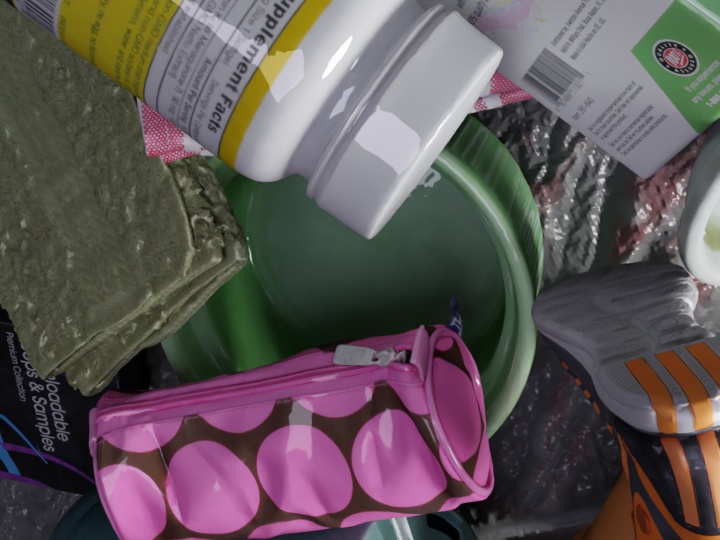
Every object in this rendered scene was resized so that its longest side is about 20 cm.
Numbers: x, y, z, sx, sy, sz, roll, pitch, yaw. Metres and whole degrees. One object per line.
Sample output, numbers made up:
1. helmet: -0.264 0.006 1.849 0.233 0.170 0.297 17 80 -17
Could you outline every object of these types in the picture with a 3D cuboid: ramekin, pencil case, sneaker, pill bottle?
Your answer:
1. ramekin: 0.000 0.000 0.795 0.198 0.098 0.202 7 115 14
2. pencil case: -0.038 0.078 0.738 0.199 0.091 0.094 -15 144 21
3. sneaker: 0.127 0.070 0.679 0.077 0.200 0.113 -13 107 4
4. pill bottle: -0.049 -0.109 0.632 0.199 0.114 0.115 36 119 3

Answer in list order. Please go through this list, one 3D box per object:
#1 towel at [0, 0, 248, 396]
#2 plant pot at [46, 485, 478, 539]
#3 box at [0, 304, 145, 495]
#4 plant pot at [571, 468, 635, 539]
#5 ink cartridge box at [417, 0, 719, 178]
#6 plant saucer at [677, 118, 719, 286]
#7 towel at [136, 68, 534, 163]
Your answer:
1. towel: -0.144 -0.052 0.759 0.148 0.036 0.201 -35 80 31
2. plant pot: -0.041 0.200 0.820 0.195 0.200 0.201 -11 111 34
3. box: -0.221 0.065 0.905 0.198 0.036 0.144 9 134 11
4. plant pot: 0.204 0.135 0.754 0.199 0.200 0.141 16 101 9
5. ink cartridge box: 0.079 -0.144 0.626 0.199 0.145 0.084 36 74 0
6. plant saucer: 0.213 -0.074 0.671 0.200 0.199 0.050 -49 58 28
7. towel: -0.011 -0.135 0.705 0.198 0.030 0.148 -10 82 -1
